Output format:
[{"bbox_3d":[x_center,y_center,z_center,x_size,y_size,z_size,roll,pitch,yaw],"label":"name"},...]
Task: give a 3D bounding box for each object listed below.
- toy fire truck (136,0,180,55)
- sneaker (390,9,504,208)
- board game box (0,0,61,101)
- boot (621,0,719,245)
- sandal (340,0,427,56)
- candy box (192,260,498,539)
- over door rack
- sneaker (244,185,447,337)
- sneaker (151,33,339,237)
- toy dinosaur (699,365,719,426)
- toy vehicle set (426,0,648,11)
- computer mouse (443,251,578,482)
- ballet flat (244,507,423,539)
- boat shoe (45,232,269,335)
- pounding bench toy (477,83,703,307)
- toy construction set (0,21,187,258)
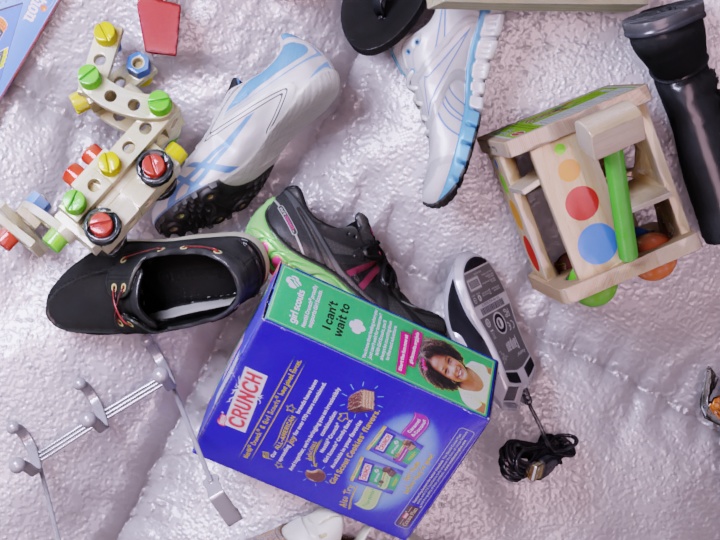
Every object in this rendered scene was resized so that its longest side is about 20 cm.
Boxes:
[{"bbox_3d":[-0.108,-0.273,1.285,0.140,0.049,0.202,2,96,-6],"label":"toy fire truck"},{"bbox_3d":[0.063,-0.153,1.314,0.086,0.075,0.202,11,87,-1],"label":"sneaker"},{"bbox_3d":[-0.310,-0.207,1.285,0.103,0.019,0.201,32,92,-7],"label":"board game box"},{"bbox_3d":[0.272,-0.116,1.293,0.065,0.165,0.202,-10,99,21],"label":"boot"},{"bbox_3d":[0.038,-0.270,1.289,0.075,0.045,0.201,28,87,30],"label":"sandal"},{"bbox_3d":[-0.014,0.110,1.289,0.199,0.077,0.170,24,129,-9],"label":"candy box"},{"bbox_3d":[-0.196,0.151,1.256,0.147,0.200,0.067,-32,136,-1],"label":"over door rack"},{"bbox_3d":[0.000,0.000,1.314,0.199,0.077,0.084,36,76,-20],"label":"sneaker"},{"bbox_3d":[-0.101,-0.108,1.303,0.200,0.072,0.073,-46,64,7],"label":"sneaker"},{"bbox_3d":[0.361,0.139,1.378,0.134,0.102,0.202,5,114,8],"label":"toy dinosaur"},{"bbox_3d":[0.140,-0.275,1.281,0.198,0.026,0.125,-4,88,-26],"label":"toy vehicle set"},{"bbox_3d":[0.116,0.082,1.341,0.044,0.109,0.201,-24,88,34],"label":"computer mouse"},{"bbox_3d":[-0.011,0.237,1.346,0.198,0.068,0.068,13,105,-18],"label":"ballet flat"},{"bbox_3d":[-0.173,0.014,1.274,0.200,0.063,0.074,-10,104,22],"label":"boat shoe"},{"bbox_3d":[0.193,-0.053,1.267,0.123,0.200,0.157,-22,98,-4],"label":"pounding bench toy"},{"bbox_3d":[-0.216,-0.086,1.266,0.131,0.092,0.200,38,92,9],"label":"toy construction set"}]
